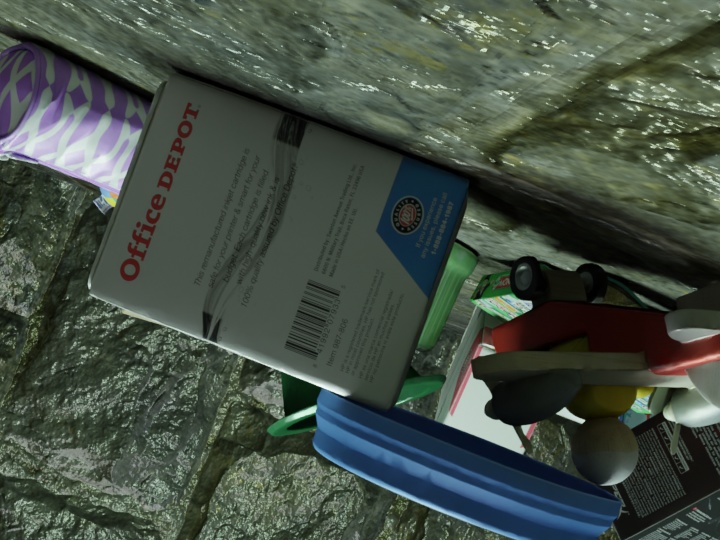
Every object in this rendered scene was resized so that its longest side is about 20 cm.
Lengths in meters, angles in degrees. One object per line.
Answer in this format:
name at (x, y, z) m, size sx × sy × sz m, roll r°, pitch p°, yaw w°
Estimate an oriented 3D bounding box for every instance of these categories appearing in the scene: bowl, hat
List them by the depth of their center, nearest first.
bowl at (0.062, 0.125, 0.760) m, size 0.198 × 0.040 × 0.201 m, roll 20°, pitch 178°, yaw 1°
hat at (-0.036, 0.049, 1.143) m, size 0.197 × 0.178 × 0.166 m, roll -18°, pitch 167°, yaw 7°

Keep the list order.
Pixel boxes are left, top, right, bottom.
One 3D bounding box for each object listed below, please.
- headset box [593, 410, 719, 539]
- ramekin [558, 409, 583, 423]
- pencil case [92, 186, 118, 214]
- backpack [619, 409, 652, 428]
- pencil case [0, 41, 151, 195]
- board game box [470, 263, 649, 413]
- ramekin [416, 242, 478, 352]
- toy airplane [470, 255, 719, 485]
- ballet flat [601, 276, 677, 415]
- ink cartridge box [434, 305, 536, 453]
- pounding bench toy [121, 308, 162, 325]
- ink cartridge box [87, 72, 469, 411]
headset box at (0.290, 0.139, 0.923) m, size 0.148 × 0.199 × 0.078 m, roll 30°, pitch -149°, yaw -54°
ramekin at (0.311, 0.151, 1.566) m, size 0.198 × 0.106 × 0.200 m, roll 21°, pitch 177°, yaw 1°
pencil case at (-0.139, -0.070, 1.033) m, size 0.198 × 0.090 × 0.088 m, roll 17°, pitch 175°, yaw 31°
backpack at (0.349, 0.179, 1.229) m, size 0.198 × 0.185 × 0.147 m, roll 24°, pitch 154°, yaw 4°
pencil case at (-0.189, -0.095, 0.903) m, size 0.083 × 0.087 × 0.199 m, roll 1°, pitch 165°, yaw 44°
board game box at (0.203, 0.064, 1.058) m, size 0.199 × 0.029 × 0.134 m, roll 33°, pitch 168°, yaw -11°
ramekin at (0.000, 0.000, 1.118) m, size 0.198 × 0.099 × 0.200 m, roll 21°, pitch 176°, yaw 1°
toy airplane at (0.175, 0.071, 0.786) m, size 0.197 × 0.143 × 0.199 m, roll 8°, pitch -178°, yaw 10°
ballet flat at (0.232, 0.078, 0.949) m, size 0.199 × 0.071 × 0.070 m, roll 34°, pitch 171°, yaw -27°
ink cartridge box at (0.131, 0.112, 1.198) m, size 0.082 × 0.148 × 0.200 m, roll 22°, pitch -161°, yaw 2°
pounding bench toy at (-0.205, -0.048, 1.540) m, size 0.123 × 0.203 × 0.155 m, roll 20°, pitch 146°, yaw -36°
ink cartridge box at (-0.047, -0.017, 0.757) m, size 0.198 × 0.146 × 0.084 m, roll 21°, pitch 177°, yaw 6°
